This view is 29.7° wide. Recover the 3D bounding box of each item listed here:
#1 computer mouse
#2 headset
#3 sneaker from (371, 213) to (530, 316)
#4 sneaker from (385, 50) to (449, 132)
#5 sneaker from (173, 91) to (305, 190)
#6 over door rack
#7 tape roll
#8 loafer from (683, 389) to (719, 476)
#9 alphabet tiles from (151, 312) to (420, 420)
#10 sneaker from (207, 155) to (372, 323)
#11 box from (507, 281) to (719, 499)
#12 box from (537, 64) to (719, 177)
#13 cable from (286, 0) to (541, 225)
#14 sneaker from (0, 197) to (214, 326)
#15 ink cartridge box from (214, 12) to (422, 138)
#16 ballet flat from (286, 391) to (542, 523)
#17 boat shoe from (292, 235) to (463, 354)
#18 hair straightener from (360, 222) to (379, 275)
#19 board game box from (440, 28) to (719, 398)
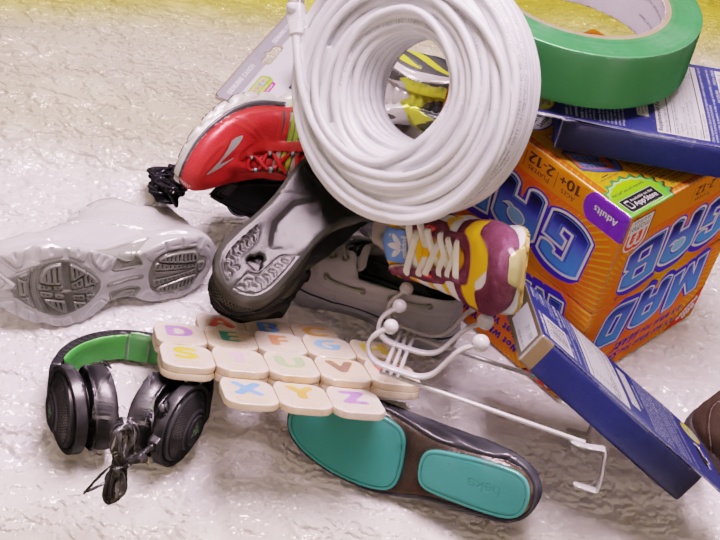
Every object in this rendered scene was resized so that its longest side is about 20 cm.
[{"bbox_3d":[-0.097,-0.065,1.216,0.199,0.046,0.140,0,12,-16],"label":"computer mouse"},{"bbox_3d":[-0.169,0.093,0.987,0.123,0.095,0.200,8,29,-7],"label":"headset"},{"bbox_3d":[0.065,-0.010,1.053,0.089,0.076,0.200,7,4,-13],"label":"sneaker"},{"bbox_3d":[0.035,-0.169,1.254,0.199,0.075,0.085,24,22,4],"label":"sneaker"},{"bbox_3d":[-0.061,-0.103,1.138,0.199,0.077,0.085,-21,57,-32],"label":"sneaker"},{"bbox_3d":[0.107,0.075,1.048,0.199,0.067,0.148,30,13,2],"label":"over door rack"},{"bbox_3d":[0.170,-0.204,1.087,0.199,0.048,0.201,8,39,-6],"label":"tape roll"},{"bbox_3d":[0.342,0.165,1.078,0.073,0.071,0.200,-25,54,-37],"label":"loafer"},{"bbox_3d":[-0.058,0.068,1.044,0.199,0.015,0.196,6,15,-15],"label":"alphabet tiles"},{"bbox_3d":[-0.051,-0.030,1.102,0.076,0.114,0.199,44,63,1],"label":"sneaker"},{"bbox_3d":[0.194,0.100,1.043,0.200,0.032,0.121,40,14,-11],"label":"box"},{"bbox_3d":[0.220,-0.132,1.089,0.199,0.033,0.122,11,40,-3],"label":"box"},{"bbox_3d":[0.037,-0.135,1.018,0.199,0.202,0.069,6,5,31],"label":"cable"},{"bbox_3d":[-0.227,-0.015,1.122,0.199,0.078,0.099,-6,37,-36],"label":"sneaker"},{"bbox_3d":[-0.031,-0.153,1.320,0.175,0.084,0.200,23,40,8],"label":"ink cartridge box"},{"bbox_3d":[0.042,0.138,1.029,0.199,0.073,0.073,17,39,13],"label":"ballet flat"},{"bbox_3d":[0.000,0.000,1.167,0.199,0.067,0.074,22,40,8],"label":"boat shoe"},{"bbox_3d":[0.057,-0.074,1.262,0.041,0.077,0.200,27,41,17],"label":"hair straightener"},{"bbox_3d":[0.189,-0.056,1.185,0.199,0.201,0.200,-25,54,-37],"label":"board game box"}]
